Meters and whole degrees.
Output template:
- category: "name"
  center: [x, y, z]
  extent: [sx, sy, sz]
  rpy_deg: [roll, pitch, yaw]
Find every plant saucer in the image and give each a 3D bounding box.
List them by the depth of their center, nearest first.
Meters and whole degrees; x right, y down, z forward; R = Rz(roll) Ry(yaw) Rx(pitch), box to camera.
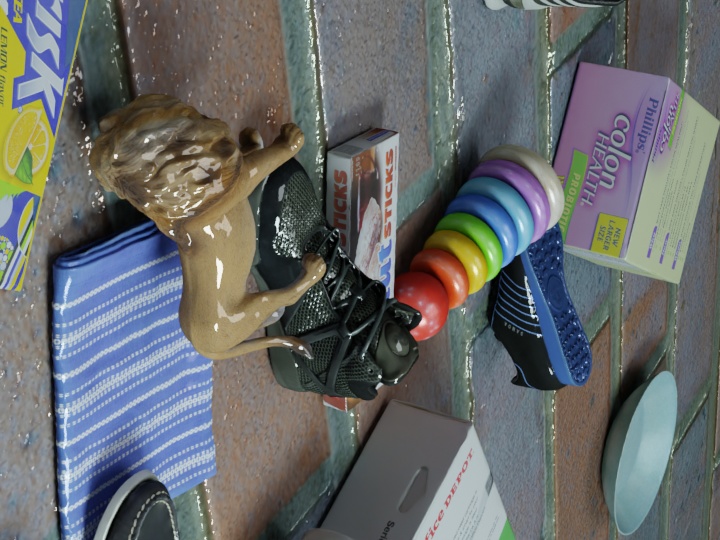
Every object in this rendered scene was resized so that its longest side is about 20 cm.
- category: "plant saucer"
  center: [0.328, 0.214, 1.842]
  extent: [0.201, 0.038, 0.204]
  rpy_deg: [-37, 134, -50]

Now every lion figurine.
- category: "lion figurine"
  center: [-0.084, -0.013, 0.889]
  extent: [0.122, 0.072, 0.202]
  rpy_deg: [-34, 119, -41]

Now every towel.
- category: "towel"
  center: [-0.132, 0.065, 0.935]
  extent: [0.144, 0.024, 0.203]
  rpy_deg: [-30, 128, -53]

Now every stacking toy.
- category: "stacking toy"
  center: [0.084, -0.018, 1.251]
  extent: [0.200, 0.085, 0.086]
  rpy_deg: [-45, 140, -36]

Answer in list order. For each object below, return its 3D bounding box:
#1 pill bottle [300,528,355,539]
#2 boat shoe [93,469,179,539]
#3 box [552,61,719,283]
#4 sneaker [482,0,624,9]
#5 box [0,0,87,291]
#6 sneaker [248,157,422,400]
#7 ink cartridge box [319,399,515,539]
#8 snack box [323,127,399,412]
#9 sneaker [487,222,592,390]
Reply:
- category: "pill bottle"
  center: [-0.051, 0.291, 1.095]
  extent: [0.201, 0.112, 0.113]
  rpy_deg: [-59, 148, -30]
- category: "boat shoe"
  center: [-0.130, 0.219, 0.953]
  extent: [0.074, 0.060, 0.203]
  rpy_deg: [-25, 130, -52]
- category: "box"
  center: [0.270, -0.093, 1.531]
  extent: [0.199, 0.096, 0.178]
  rpy_deg: [14, 90, -63]
- category: "sneaker"
  center: [0.192, -0.254, 1.290]
  extent: [0.200, 0.114, 0.077]
  rpy_deg: [-37, 134, -50]
- category: "box"
  center: [-0.181, -0.097, 0.727]
  extent: [0.070, 0.064, 0.203]
  rpy_deg: [10, 93, -62]
- category: "sneaker"
  center: [-0.015, 0.009, 1.034]
  extent: [0.076, 0.113, 0.201]
  rpy_deg: [-50, 141, -42]
- category: "ink cartridge box"
  center: [0.051, 0.225, 1.284]
  extent: [0.147, 0.083, 0.201]
  rpy_deg: [-59, 148, -28]
- category: "snack box"
  center: [0.000, 0.000, 1.149]
  extent: [0.072, 0.024, 0.203]
  rpy_deg: [-33, 130, -54]
- category: "sneaker"
  center: [0.146, 0.016, 1.392]
  extent: [0.070, 0.077, 0.203]
  rpy_deg: [-28, 105, -51]
